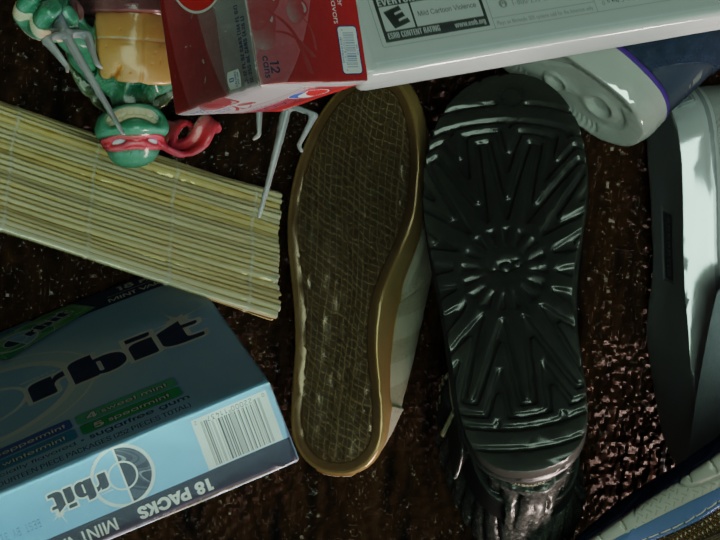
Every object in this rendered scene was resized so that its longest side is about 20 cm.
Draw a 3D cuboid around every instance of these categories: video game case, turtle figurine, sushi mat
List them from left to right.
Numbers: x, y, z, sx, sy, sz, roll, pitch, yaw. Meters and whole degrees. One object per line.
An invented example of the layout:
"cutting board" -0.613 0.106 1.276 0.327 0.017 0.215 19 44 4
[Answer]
"sushi mat" -0.129 -0.037 1.347 0.199 0.096 0.012 18 129 -18
"turtle figurine" -0.102 -0.123 1.326 0.149 0.101 0.201 -1 88 -32
"video game case" 0.065 -0.182 1.327 0.199 0.023 0.183 -11 70 -19

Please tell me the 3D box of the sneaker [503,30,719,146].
"sneaker" 0.105 -0.171 1.390 0.200 0.081 0.147 40 67 -1

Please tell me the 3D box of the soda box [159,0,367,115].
"soda box" -0.054 -0.173 1.268 0.063 0.070 0.201 -5 85 -38

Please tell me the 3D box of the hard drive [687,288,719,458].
"hard drive" 0.223 0.087 1.449 0.134 0.042 0.201 -20 125 -37

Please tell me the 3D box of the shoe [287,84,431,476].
"shoe" 0.000 0.000 1.415 0.070 0.053 0.201 10 99 17

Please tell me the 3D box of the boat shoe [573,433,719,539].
"boat shoe" 0.161 0.135 1.386 0.073 0.072 0.200 52 130 2

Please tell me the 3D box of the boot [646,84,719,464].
"boot" 0.200 0.002 1.450 0.095 0.074 0.201 -6 109 -13

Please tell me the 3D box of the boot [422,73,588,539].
"boot" 0.072 0.026 1.398 0.079 0.158 0.212 0 72 4

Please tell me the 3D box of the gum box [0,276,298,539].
"gum box" -0.134 0.070 1.314 0.169 0.200 0.045 -22 110 -7
